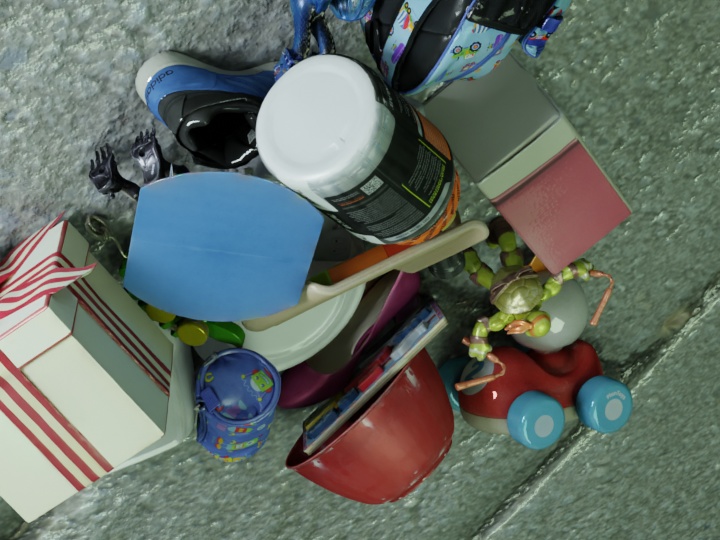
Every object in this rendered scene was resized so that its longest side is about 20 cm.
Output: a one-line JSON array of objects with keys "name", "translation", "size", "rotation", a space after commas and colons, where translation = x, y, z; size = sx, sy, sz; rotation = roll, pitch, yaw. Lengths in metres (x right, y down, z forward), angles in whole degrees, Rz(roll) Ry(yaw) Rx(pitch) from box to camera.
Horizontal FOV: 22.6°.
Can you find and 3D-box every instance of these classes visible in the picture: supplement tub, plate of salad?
[{"name": "supplement tub", "translation": [0.005, -0.097, 1.569], "size": [0.122, 0.123, 0.200], "rotation": [-42, 149, 8]}, {"name": "plate of salad", "translation": [-0.086, 0.019, 1.808], "size": [0.199, 0.048, 0.201], "rotation": [-17, 131, -20]}]

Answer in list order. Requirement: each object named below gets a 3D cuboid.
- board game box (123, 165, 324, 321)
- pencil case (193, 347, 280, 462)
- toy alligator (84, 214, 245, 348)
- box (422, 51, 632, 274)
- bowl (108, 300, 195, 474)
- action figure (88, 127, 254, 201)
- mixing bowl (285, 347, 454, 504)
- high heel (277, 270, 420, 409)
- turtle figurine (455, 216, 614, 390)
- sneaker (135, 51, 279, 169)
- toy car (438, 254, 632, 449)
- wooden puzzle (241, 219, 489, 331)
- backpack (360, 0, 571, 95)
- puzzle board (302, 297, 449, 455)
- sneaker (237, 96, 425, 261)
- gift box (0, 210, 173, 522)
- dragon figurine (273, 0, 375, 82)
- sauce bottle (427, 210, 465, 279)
[{"name": "board game box", "translation": [-0.119, -0.031, 1.564], "size": [0.157, 0.039, 0.200], "rotation": [7, 141, -10]}, {"name": "pencil case", "translation": [-0.126, 0.136, 1.794], "size": [0.087, 0.078, 0.200], "rotation": [-19, 166, -11]}, {"name": "toy alligator", "translation": [-0.196, 0.019, 1.708], "size": [0.200, 0.059, 0.054], "rotation": [39, 131, -24]}, {"name": "box", "translation": [0.167, -0.109, 1.801], "size": [0.109, 0.128, 0.200], "rotation": [-39, 140, 6]}, {"name": "bowl", "translation": [-0.251, 0.129, 1.787], "size": [0.199, 0.075, 0.200], "rotation": [-19, 138, -17]}, {"name": "action figure", "translation": [-0.145, -0.053, 1.635], "size": [0.119, 0.102, 0.200], "rotation": [-25, 131, 29]}, {"name": "mixing bowl", "translation": [0.028, 0.174, 1.919], "size": [0.200, 0.200, 0.108], "rotation": [-44, 98, 10]}, {"name": "high heel", "translation": [-0.017, 0.064, 1.885], "size": [0.200, 0.067, 0.096], "rotation": [-35, 152, -9]}, {"name": "turtle figurine", "translation": [0.152, 0.024, 1.899], "size": [0.200, 0.161, 0.064], "rotation": [-37, 141, 2]}, {"name": "sneaker", "translation": [-0.094, -0.133, 1.601], "size": [0.199, 0.111, 0.077], "rotation": [7, 126, -40]}, {"name": "toy car", "translation": [0.190, 0.071, 2.009], "size": [0.176, 0.184, 0.201], "rotation": [-10, 106, -27]}, {"name": "wooden puzzle", "translation": [0.000, 0.000, 1.718], "size": [0.199, 0.037, 0.185], "rotation": [-20, 177, -28]}, {"name": "backpack", "translation": [0.090, -0.248, 1.562], "size": [0.134, 0.183, 0.200], "rotation": [7, 129, -33]}, {"name": "puzzle board", "translation": [0.010, 0.107, 1.911], "size": [0.200, 0.151, 0.017], "rotation": [-43, 98, 3]}, {"name": "sneaker", "translation": [-0.018, -0.082, 1.713], "size": [0.199, 0.075, 0.115], "rotation": [-26, 118, -4]}, {"name": "gift box", "translation": [-0.274, 0.069, 1.591], "size": [0.200, 0.185, 0.187], "rotation": [-36, 115, 10]}, {"name": "dragon figurine", "translation": [-0.020, -0.250, 1.544], "size": [0.059, 0.100, 0.200], "rotation": [10, 123, -42]}, {"name": "sauce bottle", "translation": [0.066, -0.062, 1.826], "size": [0.065, 0.065, 0.200], "rotation": [-30, 140, -6]}]
